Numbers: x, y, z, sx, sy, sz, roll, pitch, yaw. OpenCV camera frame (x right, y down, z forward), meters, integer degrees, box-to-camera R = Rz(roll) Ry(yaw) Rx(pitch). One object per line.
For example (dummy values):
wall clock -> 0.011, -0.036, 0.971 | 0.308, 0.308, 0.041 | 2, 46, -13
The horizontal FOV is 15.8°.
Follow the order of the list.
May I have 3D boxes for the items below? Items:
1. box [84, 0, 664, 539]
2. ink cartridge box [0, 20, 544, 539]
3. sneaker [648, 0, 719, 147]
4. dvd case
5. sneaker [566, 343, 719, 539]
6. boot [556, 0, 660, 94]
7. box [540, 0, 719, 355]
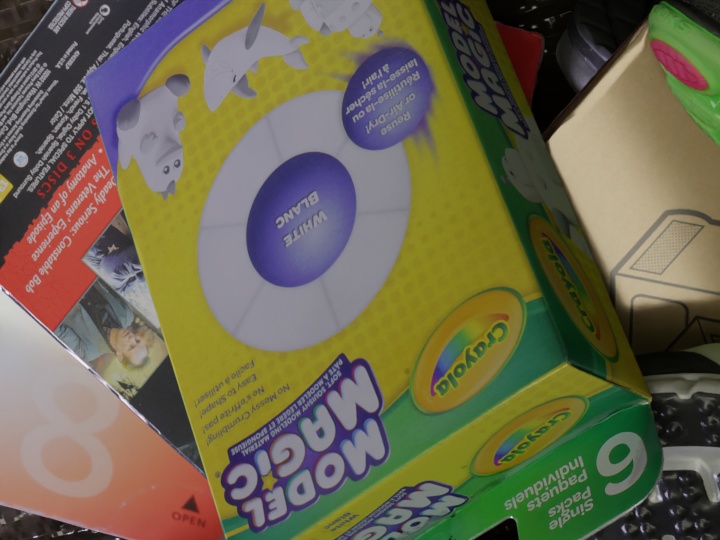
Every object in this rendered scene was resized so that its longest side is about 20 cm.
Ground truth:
box -> 0.000, 0.000, 0.712 | 0.117, 0.048, 0.200 | -35, 58, 23
ink cartridge box -> -0.037, 0.003, 0.844 | 0.162, 0.050, 0.200 | 15, 120, 7
sneaker -> 0.173, -0.048, 0.672 | 0.200, 0.084, 0.077 | 12, 160, 18
dvd case -> -0.027, -0.011, 0.806 | 0.200, 0.022, 0.146 | 42, 106, 10
sneaker -> 0.141, 0.041, 0.702 | 0.200, 0.080, 0.074 | -4, 121, 17
boot -> 0.118, 0.014, 0.805 | 0.200, 0.068, 0.131 | 36, 123, -2
box -> 0.123, 0.031, 0.740 | 0.200, 0.021, 0.164 | 41, 98, -5
